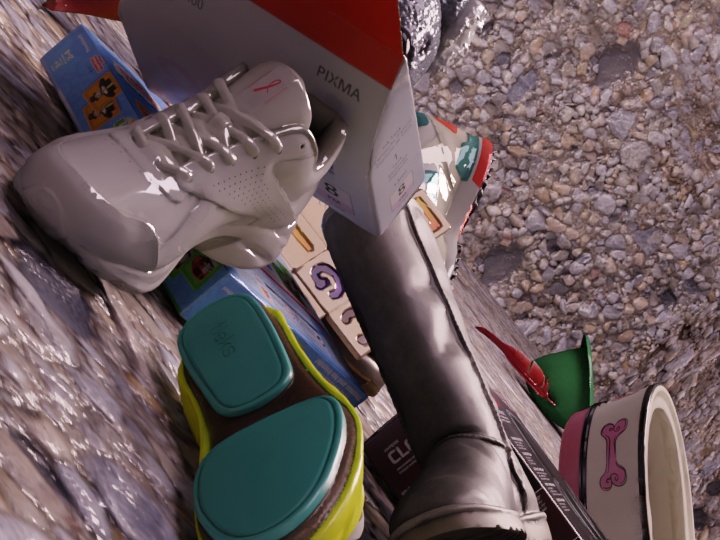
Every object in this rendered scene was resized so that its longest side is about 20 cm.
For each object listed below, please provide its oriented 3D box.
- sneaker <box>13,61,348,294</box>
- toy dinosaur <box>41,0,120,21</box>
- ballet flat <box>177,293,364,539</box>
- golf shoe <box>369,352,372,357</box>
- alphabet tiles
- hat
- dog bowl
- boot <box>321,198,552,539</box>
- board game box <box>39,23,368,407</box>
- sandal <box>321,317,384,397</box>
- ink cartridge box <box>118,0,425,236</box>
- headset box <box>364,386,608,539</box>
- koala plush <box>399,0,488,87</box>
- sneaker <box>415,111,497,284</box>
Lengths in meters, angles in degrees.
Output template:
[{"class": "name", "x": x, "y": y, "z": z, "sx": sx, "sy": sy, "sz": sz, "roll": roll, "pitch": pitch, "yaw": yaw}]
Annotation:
[{"class": "sneaker", "x": -0.071, "y": -0.052, "z": 0.761, "sx": 0.078, "sy": 0.100, "sz": 0.200, "roll": 46, "pitch": 22, "yaw": 12}, {"class": "toy dinosaur", "x": -0.092, "y": -0.156, "z": 1.178, "sx": 0.182, "sy": 0.200, "sz": 0.105, "roll": 46, "pitch": -26, "yaw": -7}, {"class": "ballet flat", "x": -0.028, "y": 0.072, "z": 0.656, "sx": 0.068, "sy": 0.066, "sz": 0.200, "roll": 64, "pitch": -1, "yaw": -24}, {"class": "golf shoe", "x": 0.000, "y": 0.000, "z": 1.282, "sx": 0.095, "sy": 0.078, "sz": 0.200, "roll": 50, "pitch": 5, "yaw": -17}, {"class": "alphabet tiles", "x": -0.031, "y": -0.046, "z": 1.107, "sx": 0.166, "sy": 0.006, "sz": 0.201, "roll": -33, "pitch": 83, "yaw": -43}, {"class": "hat", "x": 0.249, "y": 0.171, "z": 2.588, "sx": 0.166, "sy": 0.174, "sz": 0.203, "roll": -77, "pitch": 166, "yaw": -86}, {"class": "dog bowl", "x": 0.204, "y": 0.190, "z": 1.355, "sx": 0.200, "sy": 0.073, "sz": 0.203, "roll": -7, "pitch": 90, "yaw": -70}, {"class": "boot", "x": 0.030, "y": 0.052, "z": 0.908, "sx": 0.182, "sy": 0.072, "sz": 0.202, "roll": 33, "pitch": 40, "yaw": -73}, {"class": "board game box", "x": -0.083, "y": -0.023, "z": 0.934, "sx": 0.151, "sy": 0.036, "sz": 0.201, "roll": 45, "pitch": 10, "yaw": -52}, {"class": "sandal", "x": -0.038, "y": -0.010, "z": 1.134, "sx": 0.201, "sy": 0.054, "sz": 0.082, "roll": 53, "pitch": 5, "yaw": 9}, {"class": "ink cartridge box", "x": -0.050, "y": -0.112, "z": 0.850, "sx": 0.162, "sy": 0.057, "sz": 0.200, "roll": 34, "pitch": -12, "yaw": 18}, {"class": "headset box", "x": 0.089, "y": 0.149, "z": 1.043, "sx": 0.201, "sy": 0.077, "sz": 0.149, "roll": 55, "pitch": 6, "yaw": 16}, {"class": "koala plush", "x": -0.005, "y": -0.147, "z": 1.330, "sx": 0.176, "sy": 0.202, "sz": 0.184, "roll": 23, "pitch": 1, "yaw": -17}, {"class": "sneaker", "x": 0.024, "y": -0.033, "z": 1.195, "sx": 0.093, "sy": 0.070, "sz": 0.201, "roll": 28, "pitch": 49, "yaw": -6}]
